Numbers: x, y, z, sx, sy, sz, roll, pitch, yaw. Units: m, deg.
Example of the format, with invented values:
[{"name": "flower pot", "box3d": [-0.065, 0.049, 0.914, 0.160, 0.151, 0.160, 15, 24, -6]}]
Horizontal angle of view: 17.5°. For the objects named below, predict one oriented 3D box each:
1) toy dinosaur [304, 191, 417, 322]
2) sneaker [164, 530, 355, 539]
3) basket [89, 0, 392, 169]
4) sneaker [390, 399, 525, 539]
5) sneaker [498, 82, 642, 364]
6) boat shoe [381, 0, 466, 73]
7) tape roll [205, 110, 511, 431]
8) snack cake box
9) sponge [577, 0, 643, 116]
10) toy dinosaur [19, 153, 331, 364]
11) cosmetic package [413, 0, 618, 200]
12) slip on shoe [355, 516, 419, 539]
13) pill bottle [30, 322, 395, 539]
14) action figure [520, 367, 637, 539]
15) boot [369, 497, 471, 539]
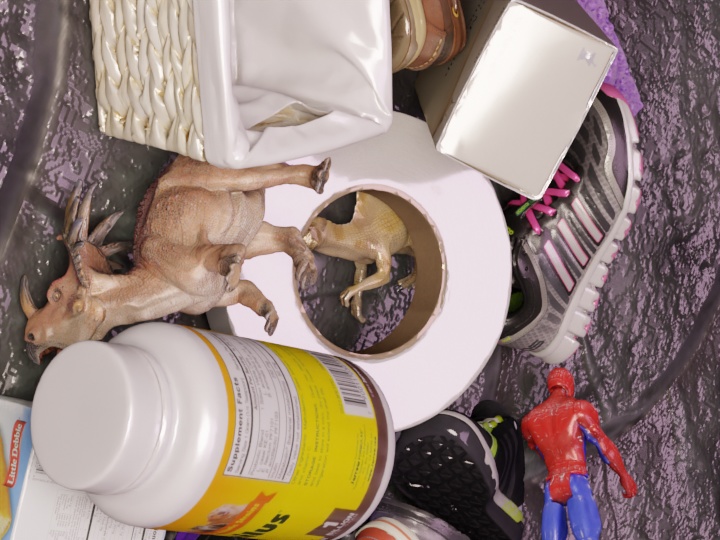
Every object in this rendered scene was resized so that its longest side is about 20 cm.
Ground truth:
[{"name": "toy dinosaur", "box3d": [0.030, -0.030, 1.495, 0.200, 0.058, 0.102, -32, 118, -39]}, {"name": "sneaker", "box3d": [-0.033, 0.154, 1.429, 0.200, 0.099, 0.070, -21, 112, -46]}, {"name": "basket", "box3d": [-0.071, -0.169, 1.315, 0.135, 0.123, 0.201, -16, 110, -44]}, {"name": "sneaker", "box3d": [0.068, 0.119, 1.544, 0.200, 0.071, 0.083, 65, 34, -62]}, {"name": "sneaker", "box3d": [0.124, -0.031, 1.564, 0.087, 0.074, 0.201, 4, 114, -28]}, {"name": "boat shoe", "box3d": [0.010, -0.210, 1.386, 0.067, 0.072, 0.201, -5, 72, -41]}, {"name": "tape roll", "box3d": [0.000, 0.000, 1.430, 0.202, 0.037, 0.204, 0, 90, -28]}, {"name": "snack cake box", "box3d": [-0.179, 0.177, 1.306, 0.115, 0.067, 0.201, 17, 85, -49]}, {"name": "sponge", "box3d": [0.127, -0.158, 1.593, 0.112, 0.030, 0.200, -46, 127, -30]}, {"name": "toy dinosaur", "box3d": [-0.099, -0.027, 1.320, 0.200, 0.135, 0.086, -53, 153, -40]}, {"name": "cosmetic package", "box3d": [0.091, -0.123, 1.425, 0.073, 0.200, 0.104, 26, 102, -8]}, {"name": "slip on shoe", "box3d": [-0.007, 0.250, 1.472, 0.061, 0.074, 0.201, -11, 125, -58]}, {"name": "pill bottle", "box3d": [-0.080, 0.089, 1.269, 0.200, 0.109, 0.110, 13, 88, -48]}, {"name": "action figure", "box3d": [0.154, 0.167, 1.614, 0.099, 0.065, 0.201, 34, 47, -52]}, {"name": "boot", "box3d": [0.035, 0.249, 1.534, 0.132, 0.070, 0.200, -55, 137, -23]}]
